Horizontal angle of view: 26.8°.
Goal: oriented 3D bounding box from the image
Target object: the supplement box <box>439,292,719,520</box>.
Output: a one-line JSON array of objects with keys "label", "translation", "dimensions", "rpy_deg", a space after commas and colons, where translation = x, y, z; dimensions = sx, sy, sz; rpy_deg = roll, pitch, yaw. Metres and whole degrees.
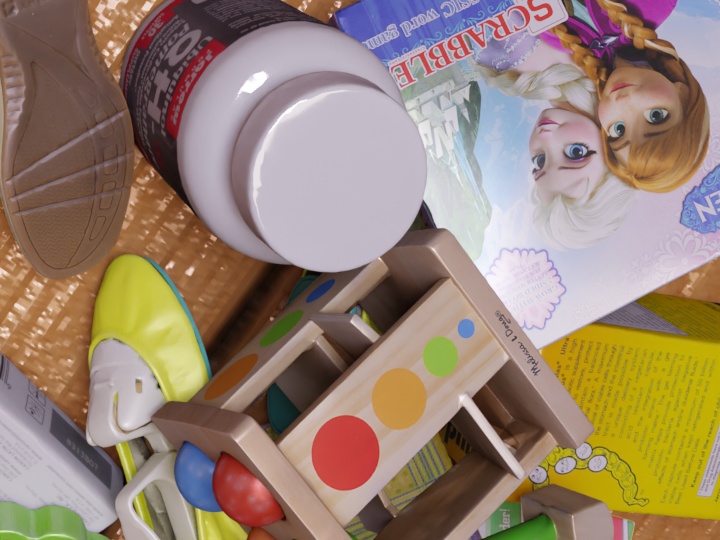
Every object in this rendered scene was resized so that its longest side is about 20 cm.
[{"label": "supplement box", "translation": [0.154, 0.074, 0.900], "dimensions": [0.198, 0.109, 0.111], "rpy_deg": [9, 103, -24]}]

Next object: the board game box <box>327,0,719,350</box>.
[{"label": "board game box", "translation": [0.113, -0.082, 0.785], "dimensions": [0.199, 0.041, 0.201], "rpy_deg": [-27, 92, -7]}]

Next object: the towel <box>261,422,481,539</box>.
[{"label": "towel", "translation": [-0.001, 0.163, 0.841], "dimensions": [0.143, 0.023, 0.201], "rpy_deg": [-23, 74, -5]}]

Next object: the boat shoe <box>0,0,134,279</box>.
[{"label": "boat shoe", "translation": [-0.161, -0.094, 0.744], "dimensions": [0.073, 0.063, 0.202], "rpy_deg": [-20, 119, -31]}]

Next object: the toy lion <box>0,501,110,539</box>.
[{"label": "toy lion", "translation": [-0.220, 0.195, 0.790], "dimensions": [0.199, 0.069, 0.192], "rpy_deg": [33, 103, -25]}]

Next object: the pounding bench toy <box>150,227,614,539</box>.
[{"label": "pounding bench toy", "translation": [0.020, 0.108, 0.735], "dimensions": [0.156, 0.124, 0.201], "rpy_deg": [-43, 106, -19]}]

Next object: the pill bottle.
[{"label": "pill bottle", "translation": [-0.042, -0.068, 0.716], "dimensions": [0.110, 0.200, 0.112], "rpy_deg": [-7, 110, -19]}]

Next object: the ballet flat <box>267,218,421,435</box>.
[{"label": "ballet flat", "translation": [0.000, 0.000, 0.835], "dimensions": [0.067, 0.067, 0.202], "rpy_deg": [3, 101, -38]}]

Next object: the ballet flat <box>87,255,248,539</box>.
[{"label": "ballet flat", "translation": [-0.105, 0.093, 0.782], "dimensions": [0.067, 0.066, 0.202], "rpy_deg": [-22, 96, -47]}]

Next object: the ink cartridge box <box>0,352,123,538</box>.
[{"label": "ink cartridge box", "translation": [-0.252, 0.120, 0.798], "dimensions": [0.199, 0.057, 0.163], "rpy_deg": [-33, 120, 15]}]

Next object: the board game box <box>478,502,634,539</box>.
[{"label": "board game box", "translation": [0.051, 0.162, 0.870], "dimensions": [0.198, 0.030, 0.096], "rpy_deg": [16, 74, 5]}]
